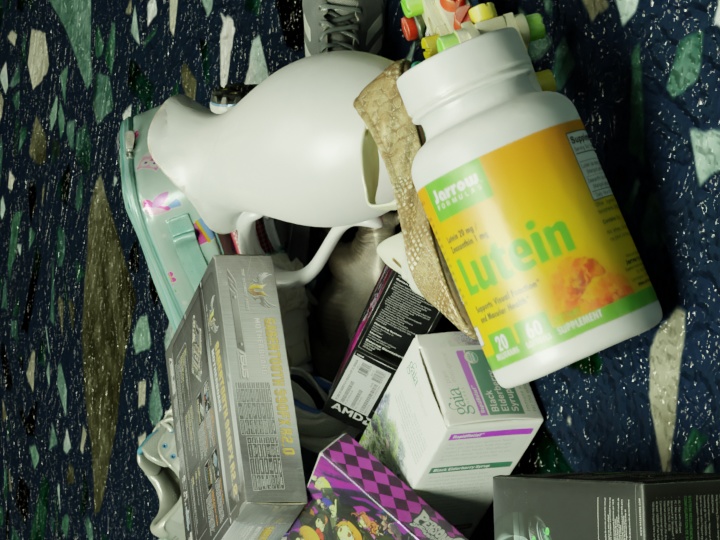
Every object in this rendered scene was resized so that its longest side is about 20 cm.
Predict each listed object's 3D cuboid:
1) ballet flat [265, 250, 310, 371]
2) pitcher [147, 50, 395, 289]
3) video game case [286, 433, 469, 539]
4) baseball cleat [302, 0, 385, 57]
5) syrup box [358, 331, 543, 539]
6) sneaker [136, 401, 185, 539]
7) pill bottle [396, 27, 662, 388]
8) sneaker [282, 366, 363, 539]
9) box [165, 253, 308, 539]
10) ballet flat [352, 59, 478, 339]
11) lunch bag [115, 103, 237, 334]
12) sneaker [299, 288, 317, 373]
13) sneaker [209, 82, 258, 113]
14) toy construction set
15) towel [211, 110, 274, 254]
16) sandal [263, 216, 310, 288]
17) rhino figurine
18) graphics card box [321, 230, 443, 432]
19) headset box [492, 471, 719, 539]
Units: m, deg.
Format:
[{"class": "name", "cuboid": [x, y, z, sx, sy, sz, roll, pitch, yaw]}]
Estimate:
[{"class": "ballet flat", "cuboid": [-0.071, 0.070, 1.622, 0.201, 0.071, 0.072, 110, 150, -43]}, {"class": "pitcher", "cuboid": [-0.034, -0.068, 1.464, 0.199, 0.122, 0.172, -10, 122, 37]}, {"class": "video game case", "cuboid": [0.029, 0.240, 1.420, 0.200, 0.036, 0.182, 40, 135, 19]}, {"class": "baseball cleat", "cuboid": [-0.011, -0.161, 1.584, 0.106, 0.069, 0.202, 171, 100, -82]}, {"class": "syrup box", "cuboid": [0.051, 0.135, 1.441, 0.201, 0.081, 0.079, 117, 143, -44]}, {"class": "sneaker", "cuboid": [-0.147, 0.136, 1.712, 0.075, 0.086, 0.202, -34, 52, 53]}, {"class": "pill bottle", "cuboid": [0.097, -0.040, 1.233, 0.111, 0.110, 0.202, -30, 82, 63]}, {"class": "sneaker", "cuboid": [-0.043, 0.146, 1.616, 0.199, 0.080, 0.148, -9, 100, 57]}, {"class": "box", "cuboid": [-0.096, 0.112, 1.498, 0.159, 0.048, 0.202, 123, 143, -54]}, {"class": "ballet flat", "cuboid": [0.038, -0.039, 1.318, 0.065, 0.070, 0.202, -24, 64, 25]}, {"class": "lunch bag", "cuboid": [-0.144, -0.034, 1.679, 0.161, 0.076, 0.201, -97, -10, -55]}, {"class": "sneaker", "cuboid": [-0.068, 0.094, 1.733, 0.115, 0.072, 0.202, -55, 41, 47]}, {"class": "sneaker", "cuboid": [-0.073, -0.116, 1.663, 0.200, 0.071, 0.073, 9, -96, -75]}, {"class": "toy construction set", "cuboid": [0.076, -0.177, 1.380, 0.132, 0.091, 0.202, 90, 176, -60]}, {"class": "towel", "cuboid": [-0.097, -0.066, 1.707, 0.200, 0.022, 0.146, -38, -68, -82]}, {"class": "sandal", "cuboid": [-0.065, -0.047, 1.603, 0.201, 0.042, 0.077, 92, 168, -50]}, {"class": "rhino figurine", "cuboid": [0.000, 0.000, 1.592, 0.088, 0.059, 0.202, -120, 39, -56]}, {"class": "graphics card box", "cuboid": [0.039, 0.011, 1.447, 0.201, 0.050, 0.126, 115, 179, -45]}, {"class": "headset box", "cuboid": [0.155, 0.207, 1.185, 0.200, 0.092, 0.176, 167, 102, -66]}]
